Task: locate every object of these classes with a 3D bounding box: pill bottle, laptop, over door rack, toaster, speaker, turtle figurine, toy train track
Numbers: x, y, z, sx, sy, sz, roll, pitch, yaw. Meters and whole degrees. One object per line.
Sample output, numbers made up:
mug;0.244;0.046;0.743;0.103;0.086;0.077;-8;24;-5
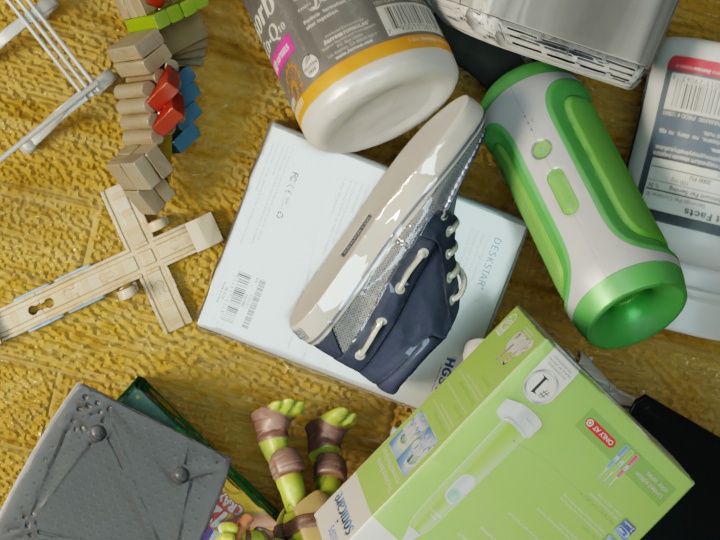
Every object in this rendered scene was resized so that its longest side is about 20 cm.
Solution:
pill bottle;-0.021;-0.192;1.132;0.116;0.116;0.201;-24;73;-2
laptop;0.207;0.210;1.208;0.177;0.200;0.104;30;49;-15
over door rack;-0.292;-0.130;1.155;0.200;0.067;0.148;-42;98;-21
toaster;0.141;-0.204;1.107;0.199;0.114;0.130;14;103;-24
pill bottle;0.247;-0.057;1.186;0.119;0.120;0.202;13;94;-5
speaker;0.150;-0.048;1.135;0.088;0.089;0.201;-21;57;-2
turtle figurine;-0.024;0.178;1.168;0.199;0.064;0.162;7;57;-25
toy train track;-0.195;0.009;1.200;0.199;0.033;0.115;-25;96;-1

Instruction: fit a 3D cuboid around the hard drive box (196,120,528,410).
hard drive box;0.000;0.000;1.192;0.199;0.077;0.157;22;93;-6

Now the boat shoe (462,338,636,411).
boat shoe;0.151;0.088;1.187;0.199;0.073;0.066;17;62;-43

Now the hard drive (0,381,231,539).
hard drive;-0.187;0.191;1.152;0.134;0.042;0.201;27;92;-6

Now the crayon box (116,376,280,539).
crayon box;-0.133;0.190;1.207;0.200;0.058;0.119;45;90;-7

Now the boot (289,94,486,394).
boot;0.043;-0.017;1.129;0.090;0.073;0.200;35;98;-14

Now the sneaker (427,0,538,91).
sneaker;0.125;-0.226;1.194;0.106;0.075;0.200;38;93;-17

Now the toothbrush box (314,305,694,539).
toothbrush box;0.091;0.150;1.078;0.146;0.086;0.200;42;94;-15

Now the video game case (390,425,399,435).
video game case;0.111;0.202;1.248;0.198;0.017;0.144;8;94;-5

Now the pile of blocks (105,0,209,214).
pile of blocks;-0.133;-0.140;1.161;0.082;0.062;0.202;-5;95;-34
